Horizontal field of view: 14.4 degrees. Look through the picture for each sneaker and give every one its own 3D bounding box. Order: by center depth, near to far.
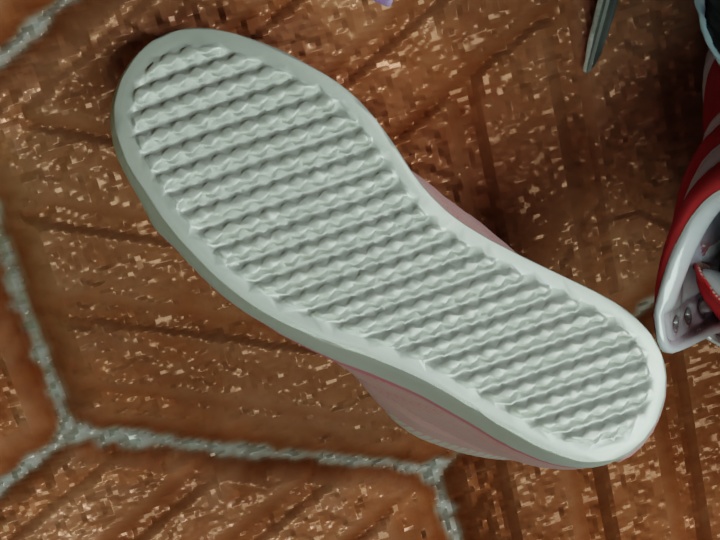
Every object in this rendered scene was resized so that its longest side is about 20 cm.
[{"bbox_3d":[0.000,0.000,0.928,0.200,0.105,0.075,34,80,-7],"label":"sneaker"},{"bbox_3d":[0.146,0.021,0.946,0.071,0.113,0.200,-6,127,21],"label":"sneaker"}]

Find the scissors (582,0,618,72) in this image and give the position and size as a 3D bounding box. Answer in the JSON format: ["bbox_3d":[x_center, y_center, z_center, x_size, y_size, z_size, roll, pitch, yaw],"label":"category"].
[{"bbox_3d":[0.085,-0.128,0.858,0.014,0.073,0.200,28,127,10],"label":"scissors"}]

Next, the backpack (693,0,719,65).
[{"bbox_3d":[0.192,-0.078,0.851,0.199,0.154,0.163,24,136,-19],"label":"backpack"}]

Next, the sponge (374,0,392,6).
[{"bbox_3d":[-0.018,-0.161,0.760,0.111,0.030,0.200,20,139,-1],"label":"sponge"}]
